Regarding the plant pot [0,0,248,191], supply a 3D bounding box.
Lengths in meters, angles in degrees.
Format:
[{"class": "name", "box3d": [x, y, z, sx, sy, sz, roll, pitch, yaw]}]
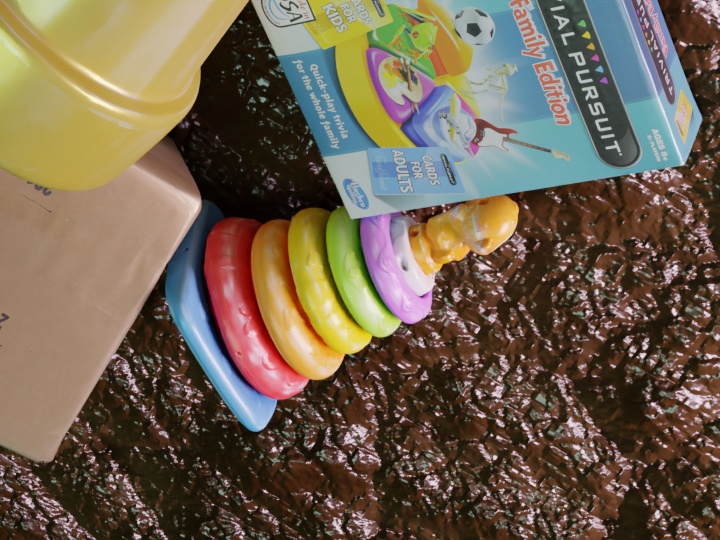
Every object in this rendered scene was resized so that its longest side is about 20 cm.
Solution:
[{"class": "plant pot", "box3d": [-0.129, -0.174, 1.151, 0.189, 0.201, 0.201, -39, 106, 24]}]

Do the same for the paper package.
[{"class": "paper package", "box3d": [-0.216, -0.024, 1.269, 0.199, 0.103, 0.192, 28, 99, -27]}]

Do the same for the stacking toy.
[{"class": "stacking toy", "box3d": [0.000, 0.000, 1.297, 0.199, 0.117, 0.110, -20, 123, 19]}]

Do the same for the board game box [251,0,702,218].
[{"class": "board game box", "box3d": [0.059, -0.113, 1.202, 0.198, 0.047, 0.152, -8, 123, 29]}]
